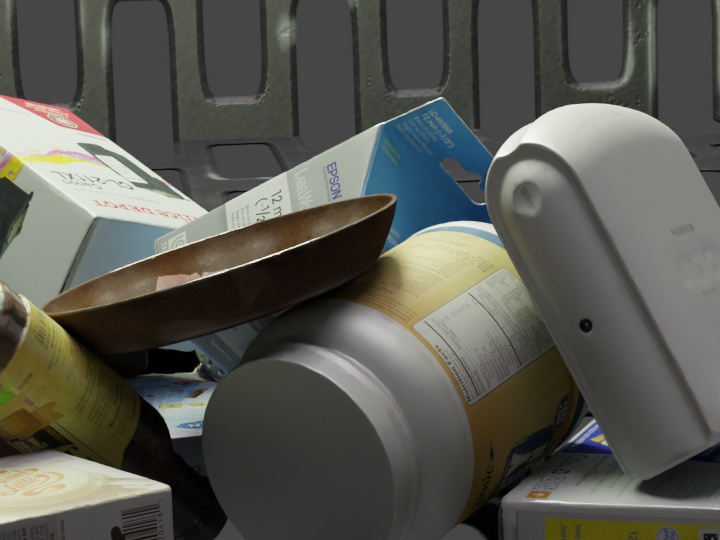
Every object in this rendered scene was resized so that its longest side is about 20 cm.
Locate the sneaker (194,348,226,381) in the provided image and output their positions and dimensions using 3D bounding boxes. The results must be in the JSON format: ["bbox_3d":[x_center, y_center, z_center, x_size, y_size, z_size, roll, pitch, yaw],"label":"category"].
[{"bbox_3d":[-0.017,0.071,1.624,0.200,0.075,0.087,14,-26,28],"label":"sneaker"}]

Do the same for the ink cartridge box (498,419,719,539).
[{"bbox_3d":[0.197,0.122,1.367,0.200,0.047,0.198,3,9,19],"label":"ink cartridge box"}]

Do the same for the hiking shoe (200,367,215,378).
[{"bbox_3d":[-0.159,0.053,1.815,0.087,0.075,0.200,-20,9,-41],"label":"hiking shoe"}]

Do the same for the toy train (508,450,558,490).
[{"bbox_3d":[0.033,0.106,1.517,0.200,0.034,0.046,4,14,37],"label":"toy train"}]

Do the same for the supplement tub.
[{"bbox_3d":[0.022,0.069,1.355,0.144,0.145,0.200,5,22,35],"label":"supplement tub"}]

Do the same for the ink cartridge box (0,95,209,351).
[{"bbox_3d":[-0.193,-0.036,1.617,0.200,0.083,0.146,35,15,36],"label":"ink cartridge box"}]

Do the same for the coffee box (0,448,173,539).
[{"bbox_3d":[-0.199,0.145,1.178,0.200,0.080,0.114,-8,11,-38],"label":"coffee box"}]

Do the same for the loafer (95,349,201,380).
[{"bbox_3d":[-0.175,0.039,1.654,0.071,0.073,0.200,-21,-20,28],"label":"loafer"}]

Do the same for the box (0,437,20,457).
[{"bbox_3d":[-0.244,0.103,1.372,0.199,0.100,0.075,-5,3,-12],"label":"box"}]

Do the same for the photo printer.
[{"bbox_3d":[0.152,0.002,1.366,0.069,0.200,0.166,-32,-9,30],"label":"photo printer"}]

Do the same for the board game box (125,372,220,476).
[{"bbox_3d":[-0.164,0.105,1.536,0.199,0.041,0.199,-5,8,-17],"label":"board game box"}]

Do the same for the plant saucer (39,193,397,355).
[{"bbox_3d":[-0.071,0.005,1.343,0.200,0.035,0.200,-16,8,2],"label":"plant saucer"}]

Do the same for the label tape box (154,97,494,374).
[{"bbox_3d":[0.000,0.000,1.489,0.200,0.143,0.066,-25,46,19],"label":"label tape box"}]

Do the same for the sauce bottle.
[{"bbox_3d":[-0.142,0.081,1.312,0.065,0.065,0.200,9,-27,50],"label":"sauce bottle"}]
